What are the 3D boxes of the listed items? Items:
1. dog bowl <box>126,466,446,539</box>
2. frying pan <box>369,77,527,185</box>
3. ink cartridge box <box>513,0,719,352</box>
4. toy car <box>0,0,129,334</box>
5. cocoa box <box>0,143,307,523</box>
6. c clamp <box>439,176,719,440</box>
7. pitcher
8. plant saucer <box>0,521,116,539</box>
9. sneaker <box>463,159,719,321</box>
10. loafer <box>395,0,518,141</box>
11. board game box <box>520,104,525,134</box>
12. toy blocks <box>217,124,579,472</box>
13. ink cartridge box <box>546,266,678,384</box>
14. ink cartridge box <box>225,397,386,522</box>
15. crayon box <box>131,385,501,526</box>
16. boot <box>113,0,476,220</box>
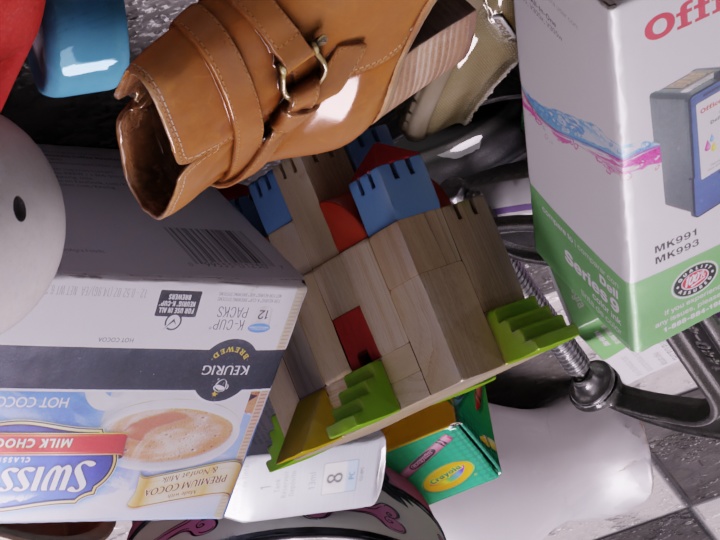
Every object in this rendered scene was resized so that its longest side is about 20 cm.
[{"bbox_3d":[-0.039,0.171,1.457,0.200,0.074,0.200,-5,139,-4],"label":"dog bowl"},{"bbox_3d":[0.072,-0.067,1.352,0.190,0.031,0.115,-12,160,-33],"label":"frying pan"},{"bbox_3d":[0.146,-0.084,1.137,0.145,0.088,0.200,-25,137,-16],"label":"ink cartridge box"},{"bbox_3d":[-0.161,-0.048,1.032,0.184,0.200,0.177,-9,156,-16],"label":"toy car"},{"bbox_3d":[-0.152,0.027,1.238,0.200,0.133,0.131,3,118,-36],"label":"cocoa box"},{"bbox_3d":[0.104,0.019,1.315,0.171,0.027,0.200,0,143,43],"label":"c clamp"},{"bbox_3d":[0.056,0.139,1.718,0.200,0.121,0.172,-13,175,-36],"label":"pitcher"},{"bbox_3d":[-0.211,0.085,1.324,0.200,0.200,0.029,14,109,-50],"label":"plant saucer"},{"bbox_3d":[0.143,0.000,1.323,0.200,0.114,0.073,0,-170,10],"label":"sneaker"},{"bbox_3d":[0.055,-0.119,1.169,0.067,0.076,0.200,-3,154,-14],"label":"loafer"},{"bbox_3d":[0.174,-0.040,1.256,0.105,0.200,0.023,-24,135,-27],"label":"board game box"},{"bbox_3d":[0.000,0.000,1.261,0.100,0.137,0.200,-18,174,-35],"label":"toy blocks"},{"bbox_3d":[0.200,-0.029,1.426,0.200,0.084,0.146,-24,161,10],"label":"ink cartridge box"},{"bbox_3d":[-0.109,0.071,1.388,0.200,0.160,0.047,-7,122,-23],"label":"ink cartridge box"},{"bbox_3d":[-0.029,0.088,1.510,0.200,0.119,0.058,-23,136,17],"label":"crayon box"},{"bbox_3d":[-0.025,-0.112,1.038,0.155,0.074,0.200,-30,142,-24],"label":"boot"}]
